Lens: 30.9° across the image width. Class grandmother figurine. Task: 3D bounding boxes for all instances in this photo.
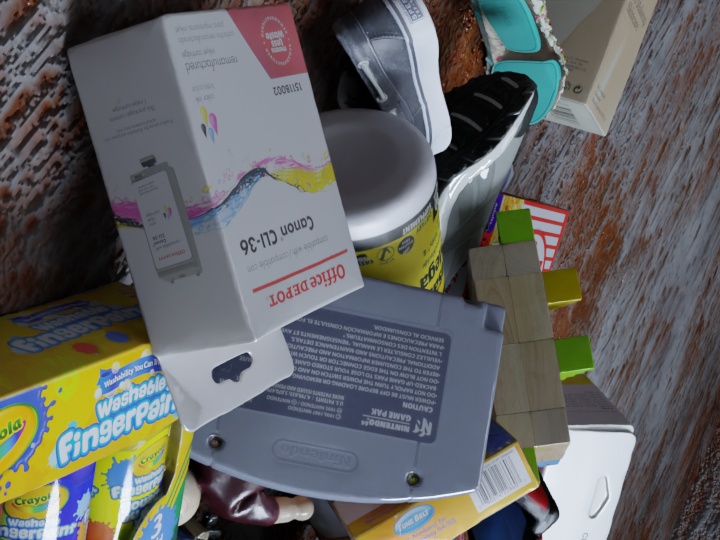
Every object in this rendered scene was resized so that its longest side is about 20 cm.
[{"bbox_3d":[-0.062,0.108,0.804,0.200,0.061,0.121,-24,100,-16],"label":"grandmother figurine"}]

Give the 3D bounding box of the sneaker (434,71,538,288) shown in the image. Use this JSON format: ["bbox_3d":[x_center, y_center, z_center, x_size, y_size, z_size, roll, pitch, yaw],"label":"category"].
[{"bbox_3d":[0.073,-0.062,0.996,0.079,0.074,0.200,25,99,-48],"label":"sneaker"}]

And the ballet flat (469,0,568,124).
[{"bbox_3d":[0.134,-0.197,1.067,0.200,0.075,0.064,68,31,-61],"label":"ballet flat"}]

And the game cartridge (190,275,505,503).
[{"bbox_3d":[-0.020,0.067,0.772,0.041,0.200,0.133,125,-24,-73],"label":"game cartridge"}]

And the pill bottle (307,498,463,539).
[{"bbox_3d":[0.024,0.206,1.073,0.116,0.116,0.200,-59,153,-24],"label":"pill bottle"}]

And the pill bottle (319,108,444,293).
[{"bbox_3d":[0.000,0.000,0.874,0.112,0.112,0.200,-53,151,-34],"label":"pill bottle"}]

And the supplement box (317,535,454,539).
[{"bbox_3d":[0.038,0.300,0.901,0.197,0.133,0.200,29,55,-47],"label":"supplement box"}]

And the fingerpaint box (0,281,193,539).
[{"bbox_3d":[-0.167,0.110,0.650,0.200,0.073,0.167,-20,125,-60],"label":"fingerpaint box"}]

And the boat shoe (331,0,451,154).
[{"bbox_3d":[0.016,-0.122,0.882,0.068,0.072,0.200,-31,163,-5],"label":"boat shoe"}]

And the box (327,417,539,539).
[{"bbox_3d":[0.028,0.127,0.888,0.119,0.200,0.042,-30,110,-8],"label":"box"}]

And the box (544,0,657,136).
[{"bbox_3d":[0.217,-0.237,1.197,0.095,0.078,0.200,28,82,-65],"label":"box"}]

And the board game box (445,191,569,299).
[{"bbox_3d":[0.108,0.006,1.124,0.200,0.046,0.152,3,106,-64],"label":"board game box"}]

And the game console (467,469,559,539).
[{"bbox_3d":[0.085,0.181,1.098,0.119,0.172,0.200,-49,-164,9],"label":"game console"}]

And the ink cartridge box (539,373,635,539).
[{"bbox_3d":[0.163,0.159,1.231,0.083,0.200,0.145,2,112,-20],"label":"ink cartridge box"}]

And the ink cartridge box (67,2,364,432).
[{"bbox_3d":[-0.064,-0.030,0.672,0.116,0.067,0.200,-26,103,-58],"label":"ink cartridge box"}]

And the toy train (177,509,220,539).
[{"bbox_3d":[-0.137,0.253,0.868,0.046,0.034,0.200,15,96,-36],"label":"toy train"}]

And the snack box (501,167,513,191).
[{"bbox_3d":[0.078,-0.033,1.120,0.200,0.024,0.072,-59,152,-24],"label":"snack box"}]

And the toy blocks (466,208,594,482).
[{"bbox_3d":[0.117,0.072,0.993,0.137,0.100,0.200,78,4,-72],"label":"toy blocks"}]
